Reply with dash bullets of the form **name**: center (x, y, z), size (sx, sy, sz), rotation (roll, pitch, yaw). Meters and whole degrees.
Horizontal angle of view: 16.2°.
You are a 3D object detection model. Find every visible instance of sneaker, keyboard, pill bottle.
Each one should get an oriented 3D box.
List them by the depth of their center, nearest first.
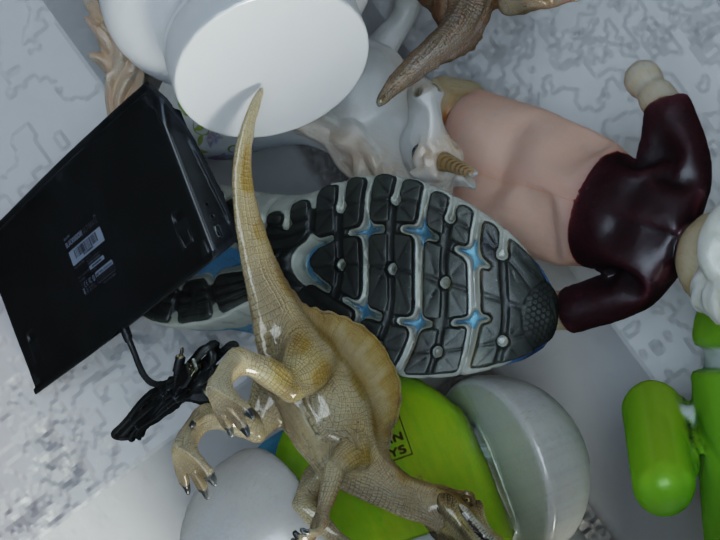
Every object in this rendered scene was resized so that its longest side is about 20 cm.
- **pill bottle**: center (-0.060, -0.151, 1.013), size (0.112, 0.113, 0.201), rotation (-24, 52, 5)
- **keyboard**: center (-0.098, 0.011, 1.052), size (0.021, 0.200, 0.128), rotation (-16, 81, -31)
- **sneaker**: center (0.000, 0.000, 1.059), size (0.199, 0.090, 0.079), rotation (11, 89, 34)

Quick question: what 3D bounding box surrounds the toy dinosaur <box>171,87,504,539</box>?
- **toy dinosaur**: center (-0.026, 0.042, 0.958), size (0.058, 0.101, 0.201), rotation (-26, 98, 47)

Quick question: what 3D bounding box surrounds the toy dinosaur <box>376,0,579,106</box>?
- **toy dinosaur**: center (0.041, -0.152, 1.037), size (0.085, 0.136, 0.201), rotation (10, 80, -13)

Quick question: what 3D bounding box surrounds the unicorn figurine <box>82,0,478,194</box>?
- **unicorn figurine**: center (-0.023, -0.085, 1.084), size (0.199, 0.074, 0.138), rotation (-10, 77, 32)

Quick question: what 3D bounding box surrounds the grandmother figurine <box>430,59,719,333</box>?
- **grandmother figurine**: center (0.102, -0.027, 1.040), size (0.200, 0.060, 0.122), rotation (26, 102, 41)

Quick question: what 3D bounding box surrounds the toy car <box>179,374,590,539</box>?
- **toy car**: center (0.009, 0.142, 1.056), size (0.174, 0.150, 0.201), rotation (-18, 92, -27)

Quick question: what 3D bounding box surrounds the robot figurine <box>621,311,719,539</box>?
- **robot figurine**: center (0.197, 0.073, 1.047), size (0.174, 0.116, 0.201), rotation (-4, 89, 5)
